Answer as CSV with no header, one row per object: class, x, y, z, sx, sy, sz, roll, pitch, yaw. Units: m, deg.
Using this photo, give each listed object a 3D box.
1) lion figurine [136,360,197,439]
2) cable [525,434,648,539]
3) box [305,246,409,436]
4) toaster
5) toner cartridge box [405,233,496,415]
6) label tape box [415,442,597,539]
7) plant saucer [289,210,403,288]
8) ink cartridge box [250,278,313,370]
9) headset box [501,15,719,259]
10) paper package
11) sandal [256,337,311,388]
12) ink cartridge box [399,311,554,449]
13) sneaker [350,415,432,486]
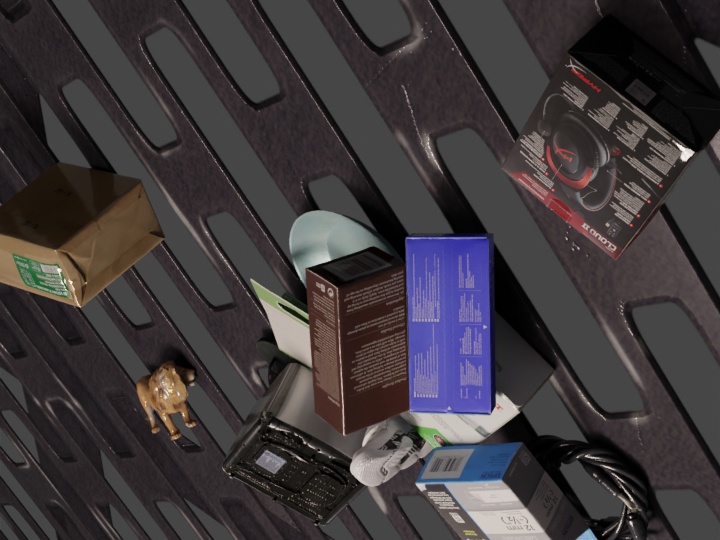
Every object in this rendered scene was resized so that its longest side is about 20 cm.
lion figurine,-0.327,0.203,2.253,0.200,0.072,0.123,-4,115,54
cable,0.261,0.273,1.701,0.200,0.051,0.163,6,129,45
box,-0.001,0.082,1.628,0.075,0.100,0.200,30,130,50
toaster,-0.072,0.240,1.916,0.181,0.119,0.200,29,140,-7
toner cartridge box,0.102,0.059,1.547,0.095,0.043,0.200,1,98,14
label tape box,0.182,0.298,1.683,0.143,0.066,0.200,-11,124,46
plant saucer,0.000,0.000,1.713,0.201,0.039,0.201,28,142,25
ink cartridge box,-0.058,0.077,1.807,0.145,0.048,0.200,30,157,24
headset box,0.232,-0.116,1.307,0.149,0.075,0.200,40,146,11
paper package,-0.415,-0.055,1.972,0.200,0.191,0.104,14,135,38
sandal,-0.085,0.180,1.983,0.201,0.048,0.075,53,146,-11
ink cartridge box,0.121,0.130,1.675,0.147,0.083,0.200,45,147,3
sneaker,0.023,0.200,1.771,0.115,0.200,0.075,42,119,19
